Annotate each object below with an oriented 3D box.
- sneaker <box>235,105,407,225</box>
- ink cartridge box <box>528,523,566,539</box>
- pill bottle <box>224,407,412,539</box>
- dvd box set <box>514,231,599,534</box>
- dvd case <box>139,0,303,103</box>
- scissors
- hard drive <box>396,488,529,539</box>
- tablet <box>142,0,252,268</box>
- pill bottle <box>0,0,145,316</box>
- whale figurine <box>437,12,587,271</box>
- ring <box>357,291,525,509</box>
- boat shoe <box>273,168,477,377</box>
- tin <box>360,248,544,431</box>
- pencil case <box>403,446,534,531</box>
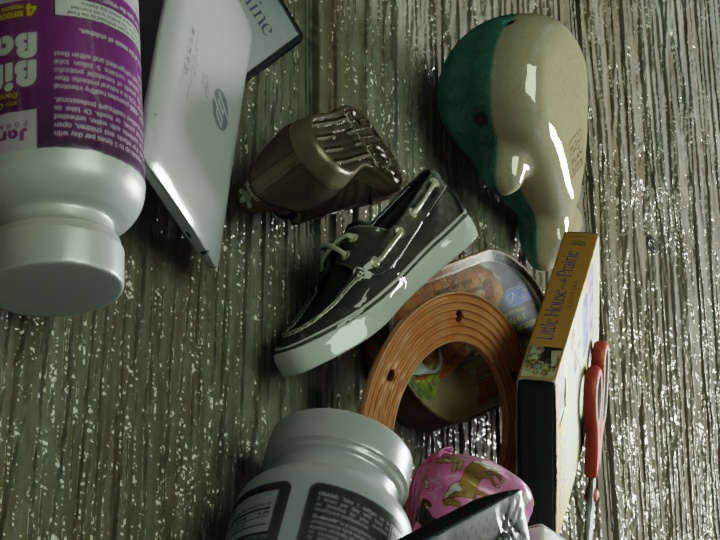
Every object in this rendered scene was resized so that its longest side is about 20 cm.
[{"bbox_3d":[-0.030,-0.070,1.517,0.071,0.075,0.200,61,15,11],"label":"sneaker"},{"bbox_3d":[0.144,0.281,1.507,0.200,0.084,0.145,34,48,-41],"label":"ink cartridge box"},{"bbox_3d":[-0.031,0.190,1.331,0.116,0.116,0.200,42,44,-29],"label":"pill bottle"},{"bbox_3d":[0.144,0.084,1.569,0.200,0.029,0.147,-65,156,-55],"label":"dvd box set"},{"bbox_3d":[-0.125,-0.181,1.490,0.143,0.018,0.200,58,38,-10],"label":"dvd case"},{"bbox_3d":[0.175,0.153,1.625,0.073,0.014,0.201,-54,145,-70],"label":"scissors"},{"bbox_3d":[0.063,0.243,1.318,0.135,0.042,0.201,-18,105,-55],"label":"hard drive"},{"bbox_3d":[-0.104,-0.116,1.417,0.130,0.014,0.201,60,30,-52],"label":"tablet"},{"bbox_3d":[-0.184,-0.080,1.291,0.112,0.112,0.201,19,57,-44],"label":"pill bottle"},{"bbox_3d":[0.120,-0.101,1.700,0.159,0.103,0.201,-52,136,-50],"label":"whale figurine"},{"bbox_3d":[0.057,0.114,1.503,0.200,0.019,0.201,-6,98,-51],"label":"ring"},{"bbox_3d":[0.000,0.000,1.489,0.200,0.071,0.064,-42,106,-39],"label":"boat shoe"},{"bbox_3d":[0.073,0.052,1.593,0.200,0.042,0.112,-17,81,-52],"label":"tin"},{"bbox_3d":[0.052,0.218,1.415,0.087,0.083,0.201,54,47,-51],"label":"pencil case"}]
